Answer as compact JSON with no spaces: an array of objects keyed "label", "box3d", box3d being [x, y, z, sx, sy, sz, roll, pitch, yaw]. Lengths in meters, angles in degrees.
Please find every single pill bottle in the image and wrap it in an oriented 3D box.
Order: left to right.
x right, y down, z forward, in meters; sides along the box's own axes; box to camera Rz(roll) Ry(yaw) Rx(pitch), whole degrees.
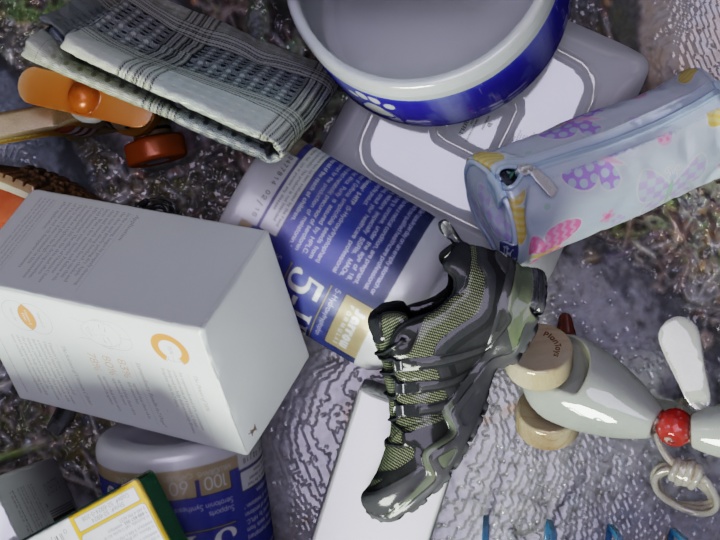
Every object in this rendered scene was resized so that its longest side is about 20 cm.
[{"label":"pill bottle","box3d":[-0.119,0.209,1.234,0.119,0.120,0.202,-7,102,5]},{"label":"pill bottle","box3d":[0.000,0.000,1.224,0.199,0.120,0.120,29,92,4]}]

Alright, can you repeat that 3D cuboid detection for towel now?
[{"label":"towel","box3d":[-0.120,-0.151,1.211,0.199,0.193,0.035,22,116,4]}]

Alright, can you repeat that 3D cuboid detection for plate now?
[{"label":"plate","box3d":[0.087,-0.111,1.270,0.199,0.032,0.201,27,91,4]}]

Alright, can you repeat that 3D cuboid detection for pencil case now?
[{"label":"pencil case","box3d":[0.171,-0.076,1.210,0.199,0.091,0.083,-21,53,-15]}]

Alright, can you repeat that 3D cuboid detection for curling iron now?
[{"label":"curling iron","box3d":[-0.188,0.035,1.297,0.049,0.026,0.201,28,97,26]}]

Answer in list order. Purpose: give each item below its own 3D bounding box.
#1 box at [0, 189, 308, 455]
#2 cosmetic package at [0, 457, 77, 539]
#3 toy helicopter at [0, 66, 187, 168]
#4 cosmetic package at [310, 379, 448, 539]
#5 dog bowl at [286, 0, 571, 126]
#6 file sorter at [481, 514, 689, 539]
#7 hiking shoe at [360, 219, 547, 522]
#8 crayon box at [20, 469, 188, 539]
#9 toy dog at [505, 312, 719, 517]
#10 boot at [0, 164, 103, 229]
[{"label":"box","box3d":[-0.154,0.033,1.178,0.198,0.125,0.098,11,49,27]},{"label":"cosmetic package","box3d":[-0.294,0.256,1.231,0.199,0.165,0.166,-27,87,4]},{"label":"toy helicopter","box3d":[-0.217,-0.110,1.229,0.198,0.132,0.080,-11,89,-10]},{"label":"cosmetic package","box3d":[0.009,0.188,1.236,0.084,0.108,0.202,17,90,2]},{"label":"dog bowl","box3d":[0.050,-0.208,1.219,0.198,0.079,0.202,-5,72,14]},{"label":"file sorter","box3d":[0.177,0.244,1.207,0.198,0.139,0.124,4,87,5]},{"label":"hiking shoe","box3d":[0.040,0.068,1.139,0.100,0.076,0.201,30,94,-2]},{"label":"crayon box","box3d":[-0.148,0.250,1.111,0.125,0.052,0.201,-28,87,5]},{"label":"toy dog","box3d":[0.198,0.081,1.230,0.199,0.132,0.097,24,53,0]},{"label":"boot","box3d":[-0.276,-0.031,1.285,0.198,0.075,0.108,17,98,10]}]
